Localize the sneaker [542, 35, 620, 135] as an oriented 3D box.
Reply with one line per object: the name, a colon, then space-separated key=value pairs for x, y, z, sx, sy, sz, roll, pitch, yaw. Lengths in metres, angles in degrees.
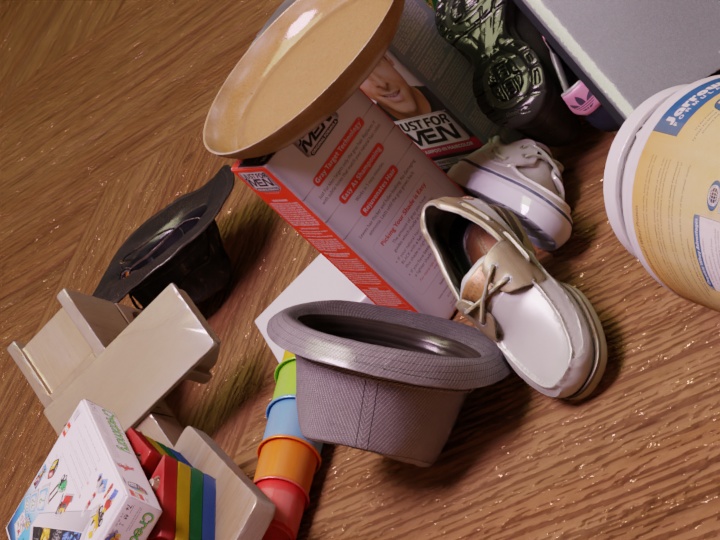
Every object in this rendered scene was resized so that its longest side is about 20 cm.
sneaker: x=0.173 y=-0.197 z=1.530 sx=0.070 sy=0.082 sz=0.201 roll=-41 pitch=47 yaw=34

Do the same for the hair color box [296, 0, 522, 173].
hair color box: x=0.040 y=-0.167 z=1.643 sx=0.099 sy=0.200 sz=0.061 roll=-8 pitch=45 yaw=56

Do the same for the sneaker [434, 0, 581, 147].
sneaker: x=0.120 y=-0.173 z=1.581 sx=0.076 sy=0.091 sz=0.200 roll=-33 pitch=49 yaw=24

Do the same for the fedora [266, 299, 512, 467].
fedora: x=0.015 y=0.084 z=1.397 sx=0.200 sy=0.176 sz=0.091 roll=-85 pitch=5 yaw=-83

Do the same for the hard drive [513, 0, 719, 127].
hard drive: x=0.205 y=-0.199 z=1.464 sx=0.139 sy=0.033 sz=0.200 roll=-31 pitch=57 yaw=-7

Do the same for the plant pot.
plant pot: x=-0.037 y=-0.154 z=1.471 sx=0.200 sy=0.027 sz=0.200 roll=-36 pitch=26 yaw=21

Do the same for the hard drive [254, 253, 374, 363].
hard drive: x=0.000 y=0.000 z=1.669 sx=0.200 sy=0.027 sz=0.132 roll=-45 pitch=24 yaw=3

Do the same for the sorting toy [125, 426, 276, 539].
sorting toy: x=-0.166 y=0.223 z=1.489 sx=0.200 sy=0.069 sz=0.199 roll=-61 pitch=23 yaw=1

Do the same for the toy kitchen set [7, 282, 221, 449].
toy kitchen set: x=-0.161 y=0.098 z=1.733 sx=0.163 sy=0.180 sz=0.200 roll=-44 pitch=63 yaw=14

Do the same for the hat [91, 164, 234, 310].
hat: x=-0.168 y=-0.007 z=1.887 sx=0.200 sy=0.081 sz=0.201 roll=-40 pitch=15 yaw=13

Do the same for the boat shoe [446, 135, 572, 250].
boat shoe: x=0.121 y=-0.072 z=1.517 sx=0.067 sy=0.074 sz=0.200 roll=-50 pitch=23 yaw=-2

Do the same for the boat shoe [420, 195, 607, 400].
boat shoe: x=0.099 y=0.018 z=1.366 sx=0.075 sy=0.068 sz=0.200 roll=-59 pitch=37 yaw=19

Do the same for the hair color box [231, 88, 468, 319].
hair color box: x=0.008 y=-0.052 z=1.518 sx=0.102 sy=0.200 sz=0.061 roll=-54 pitch=26 yaw=-18

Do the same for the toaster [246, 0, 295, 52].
toaster: x=-0.034 y=-0.225 z=1.971 sx=0.200 sy=0.114 sz=0.129 roll=-57 pitch=23 yaw=-18

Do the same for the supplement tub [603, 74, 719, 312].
supplement tub: x=0.244 y=-0.040 z=1.171 sx=0.145 sy=0.145 sz=0.200 roll=-50 pitch=24 yaw=-6

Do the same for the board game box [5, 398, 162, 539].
board game box: x=-0.212 y=0.189 z=1.488 sx=0.127 sy=0.035 sz=0.200 roll=-59 pitch=23 yaw=7

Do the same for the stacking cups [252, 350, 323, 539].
stacking cups: x=-0.049 y=0.131 z=1.524 sx=0.060 sy=0.060 sz=0.200 roll=-28 pitch=35 yaw=37

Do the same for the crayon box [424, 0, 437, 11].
crayon box: x=0.016 y=-0.167 z=1.786 sx=0.200 sy=0.119 sz=0.058 roll=-36 pitch=26 yaw=23
